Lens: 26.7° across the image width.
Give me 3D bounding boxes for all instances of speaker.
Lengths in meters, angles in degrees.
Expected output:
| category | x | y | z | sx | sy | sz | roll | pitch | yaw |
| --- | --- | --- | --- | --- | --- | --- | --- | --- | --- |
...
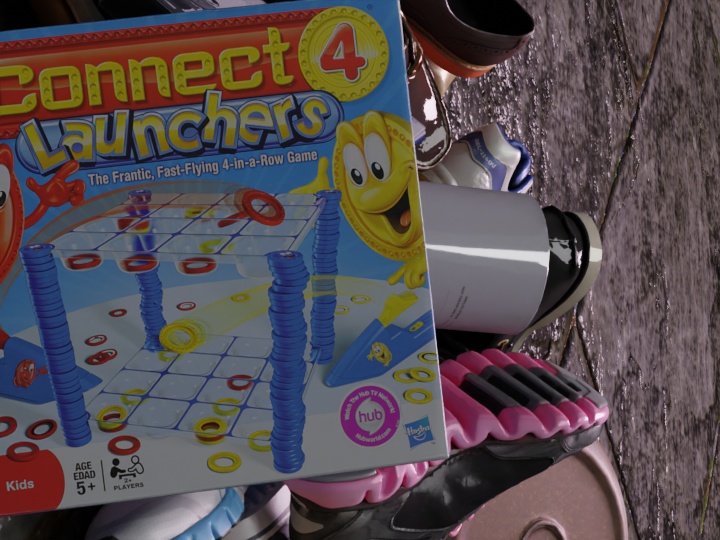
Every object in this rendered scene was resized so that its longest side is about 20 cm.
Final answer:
| category | x | y | z | sx | sy | sz | roll | pitch | yaw |
| --- | --- | --- | --- | --- | --- | --- | --- | --- | --- |
| speaker | -0.002 | -0.011 | 0.807 | 0.081 | 0.198 | 0.082 | -175 | -90 | -70 |

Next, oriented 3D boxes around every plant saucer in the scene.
| category | x | y | z | sx | sy | sz | roll | pitch | yaw |
| --- | --- | --- | --- | --- | --- | --- | --- | --- | --- |
| plant saucer | 0.098 | 0.167 | 0.905 | 0.199 | 0.037 | 0.202 | 2 | 87 | -38 |

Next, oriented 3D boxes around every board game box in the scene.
| category | x | y | z | sx | sy | sz | roll | pitch | yaw |
| --- | --- | --- | --- | --- | --- | --- | --- | --- | --- |
| board game box | -0.071 | -0.008 | 0.647 | 0.056 | 0.198 | 0.197 | -150 | -127 | -84 |

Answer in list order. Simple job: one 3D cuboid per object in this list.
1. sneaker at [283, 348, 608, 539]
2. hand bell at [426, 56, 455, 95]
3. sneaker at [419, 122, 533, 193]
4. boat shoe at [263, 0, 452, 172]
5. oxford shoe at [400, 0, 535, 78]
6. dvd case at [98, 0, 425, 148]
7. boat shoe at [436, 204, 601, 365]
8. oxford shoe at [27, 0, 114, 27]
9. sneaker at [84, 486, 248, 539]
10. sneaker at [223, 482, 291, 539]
| category | x | y | z | sx | sy | sz | roll | pitch | yaw |
| --- | --- | --- | --- | --- | --- | --- | --- | --- | --- |
| sneaker | 0.044 | 0.107 | 0.809 | 0.199 | 0.079 | 0.096 | -13 | 122 | -27 |
| hand bell | 0.020 | -0.104 | 1.038 | 0.104 | 0.103 | 0.201 | 56 | 50 | -47 |
| sneaker | 0.091 | -0.052 | 1.102 | 0.076 | 0.088 | 0.200 | 55 | 5 | 9 |
| boat shoe | 0.001 | -0.135 | 0.939 | 0.200 | 0.070 | 0.071 | 50 | 64 | -32 |
| oxford shoe | 0.027 | -0.200 | 0.968 | 0.199 | 0.072 | 0.072 | 30 | 69 | -22 |
| dvd case | -0.041 | -0.100 | 0.780 | 0.150 | 0.025 | 0.200 | 38 | 13 | 1 |
| boat shoe | 0.069 | 0.034 | 0.937 | 0.063 | 0.202 | 0.074 | 3 | 50 | -31 |
| oxford shoe | -0.125 | -0.060 | 0.707 | 0.071 | 0.071 | 0.201 | -7 | 76 | -84 |
| sneaker | -0.091 | 0.082 | 0.762 | 0.087 | 0.075 | 0.200 | 68 | 22 | -12 |
| sneaker | -0.029 | 0.131 | 0.866 | 0.200 | 0.078 | 0.080 | -36 | 114 | -50 |
